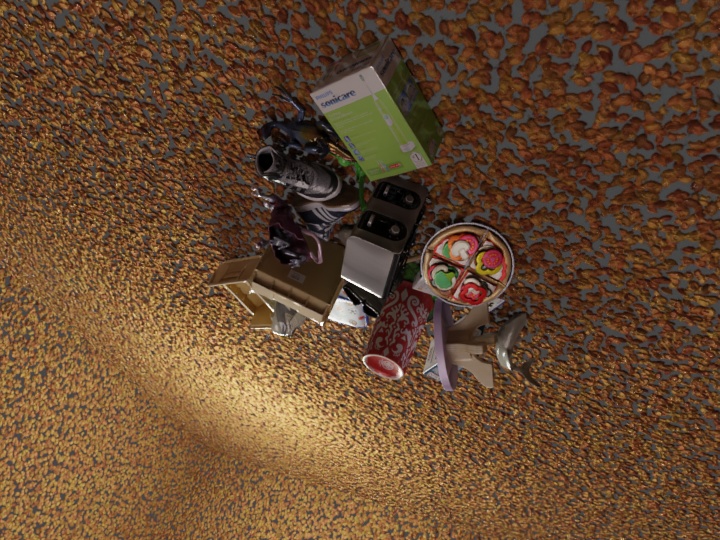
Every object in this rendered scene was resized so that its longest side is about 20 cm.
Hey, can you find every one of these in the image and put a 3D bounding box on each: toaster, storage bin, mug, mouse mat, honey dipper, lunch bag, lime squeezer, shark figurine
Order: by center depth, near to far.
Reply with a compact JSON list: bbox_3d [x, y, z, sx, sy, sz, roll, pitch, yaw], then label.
[{"bbox_3d":[-0.030,-0.202,1.174,0.201,0.070,0.038,50,168,19],"label":"lime squeezer"},{"bbox_3d":[0.050,-0.065,1.200,0.116,0.184,0.202,23,147,7],"label":"toaster"},{"bbox_3d":[0.112,-0.025,1.347,0.038,0.039,0.197,41,149,-23],"label":"honey dipper"},{"bbox_3d":[0.359,0.210,1.409,0.124,0.091,0.218,-19,127,8],"label":"shark figurine"},{"bbox_3d":[-0.138,0.009,1.415,0.195,0.202,0.095,25,145,2],"label":"storage bin"},{"bbox_3d":[0.096,0.159,1.442,0.130,0.204,0.179,1,141,32],"label":"mug"},{"bbox_3d":[0.144,0.056,1.459,0.158,0.008,0.200,32,148,-7],"label":"mouse mat"},{"bbox_3d":[-0.063,0.065,1.556,0.194,0.077,0.163,12,143,19],"label":"lunch bag"},{"bbox_3d":[-0.305,0.066,1.693,0.194,0.095,0.201,-6,136,40],"label":"storage bin"}]

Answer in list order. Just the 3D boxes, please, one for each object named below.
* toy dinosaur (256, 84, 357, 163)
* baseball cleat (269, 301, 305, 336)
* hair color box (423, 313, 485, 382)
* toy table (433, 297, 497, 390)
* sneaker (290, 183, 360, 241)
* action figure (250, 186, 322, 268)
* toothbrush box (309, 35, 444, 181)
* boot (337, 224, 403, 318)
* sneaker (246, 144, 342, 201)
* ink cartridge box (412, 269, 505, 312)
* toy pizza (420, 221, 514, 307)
[{"bbox_3d":[-0.114,-0.250,1.148,0.179,0.107,0.199,20,166,49],"label":"toy dinosaur"},{"bbox_3d":[-0.184,0.073,1.583,0.103,0.070,0.208,10,101,11],"label":"baseball cleat"},{"bbox_3d":[0.236,0.201,1.505,0.059,0.102,0.200,26,148,-9],"label":"hair color box"},{"bbox_3d":[0.234,0.161,1.316,0.113,0.183,0.208,-6,100,23],"label":"toy table"},{"bbox_3d":[-0.057,-0.122,1.291,0.196,0.071,0.110,4,137,42],"label":"sneaker"},{"bbox_3d":[-0.168,-0.110,1.315,0.143,0.203,0.137,-6,128,-11],"label":"action figure"},{"bbox_3d":[0.032,-0.267,1.014,0.143,0.088,0.201,-8,135,42],"label":"toothbrush box"},{"bbox_3d":[0.000,0.000,1.343,0.200,0.131,0.068,45,147,-1],"label":"boot"},{"bbox_3d":[-0.138,-0.197,1.200,0.194,0.078,0.113,20,-176,17],"label":"sneaker"},{"bbox_3d":[0.221,0.041,1.330,0.194,0.038,0.095,21,154,-8],"label":"ink cartridge box"},{"bbox_3d":[0.220,-0.004,1.226,0.193,0.032,0.206,5,123,8],"label":"toy pizza"}]
